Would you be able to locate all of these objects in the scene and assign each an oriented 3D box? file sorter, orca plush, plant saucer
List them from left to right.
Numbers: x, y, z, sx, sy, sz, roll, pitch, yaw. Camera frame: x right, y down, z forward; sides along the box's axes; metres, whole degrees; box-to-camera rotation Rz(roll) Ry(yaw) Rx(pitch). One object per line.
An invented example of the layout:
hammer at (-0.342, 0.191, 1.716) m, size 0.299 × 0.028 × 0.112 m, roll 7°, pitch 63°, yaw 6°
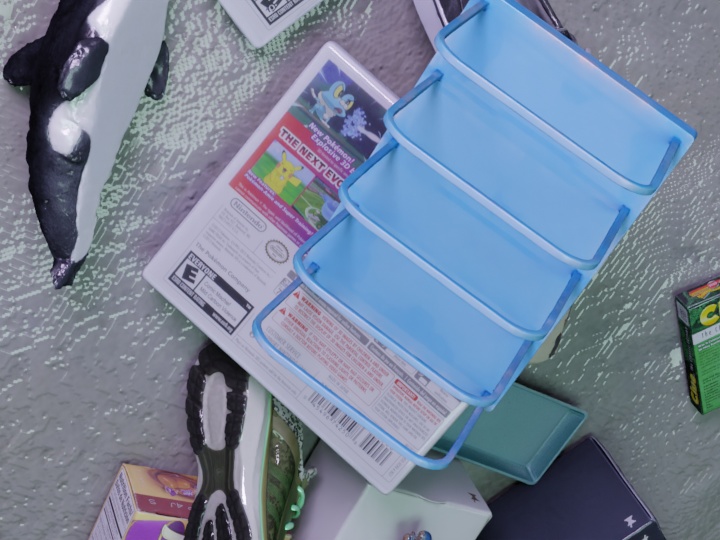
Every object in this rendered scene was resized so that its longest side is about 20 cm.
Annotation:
orca plush at (-0.162, -0.096, 0.892) m, size 0.105 × 0.071 × 0.201 m, roll -42°, pitch 151°, yaw -53°
file sorter at (0.053, -0.019, 0.832) m, size 0.138 × 0.123 × 0.201 m, roll 36°, pitch 117°, yaw 5°
plant saucer at (0.071, 0.095, 1.103) m, size 0.199 × 0.019 × 0.070 m, roll 23°, pitch 109°, yaw -39°

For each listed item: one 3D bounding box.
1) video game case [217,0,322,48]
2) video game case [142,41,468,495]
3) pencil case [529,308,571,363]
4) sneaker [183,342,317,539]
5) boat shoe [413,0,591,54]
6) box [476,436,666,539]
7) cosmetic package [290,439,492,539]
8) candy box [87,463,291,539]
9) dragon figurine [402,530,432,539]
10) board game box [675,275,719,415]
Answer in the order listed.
video game case at (-0.028, -0.246, 0.863) m, size 0.199 × 0.024 × 0.182 m, roll -37°, pitch 126°, yaw 3°
video game case at (0.000, 0.000, 0.940) m, size 0.200 × 0.023 × 0.182 m, roll 42°, pitch 103°, yaw 3°
pencil case at (0.105, -0.035, 1.012) m, size 0.089 × 0.078 × 0.201 m, roll -9°, pitch 124°, yaw -33°
sneaker at (-0.058, 0.146, 1.022) m, size 0.088 × 0.077 × 0.202 m, roll 6°, pitch 84°, yaw -42°
boat shoe at (0.096, -0.110, 0.897) m, size 0.073 × 0.201 × 0.068 m, roll -12°, pitch 165°, yaw -35°
box at (0.145, 0.259, 1.192) m, size 0.199 × 0.104 × 0.183 m, roll -33°, pitch 127°, yaw 0°
cosmetic package at (-0.010, 0.212, 1.112) m, size 0.107 × 0.085 × 0.201 m, roll 20°, pitch 110°, yaw -29°
candy box at (-0.140, 0.234, 1.092) m, size 0.116 × 0.057 × 0.201 m, roll 15°, pitch 114°, yaw -28°
dragon figurine at (-0.018, 0.253, 1.047) m, size 0.099 × 0.059 × 0.201 m, roll 20°, pitch 110°, yaw -24°
board game box at (0.327, 0.024, 1.172) m, size 0.199 × 0.023 × 0.105 m, roll -22°, pitch 128°, yaw -9°
